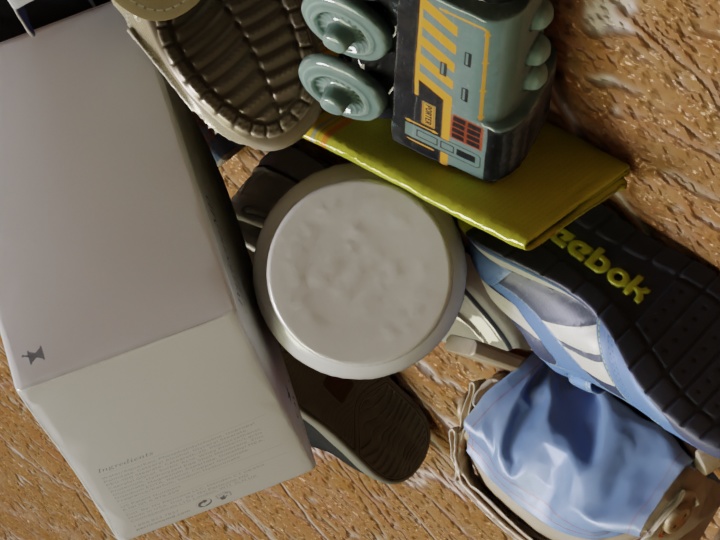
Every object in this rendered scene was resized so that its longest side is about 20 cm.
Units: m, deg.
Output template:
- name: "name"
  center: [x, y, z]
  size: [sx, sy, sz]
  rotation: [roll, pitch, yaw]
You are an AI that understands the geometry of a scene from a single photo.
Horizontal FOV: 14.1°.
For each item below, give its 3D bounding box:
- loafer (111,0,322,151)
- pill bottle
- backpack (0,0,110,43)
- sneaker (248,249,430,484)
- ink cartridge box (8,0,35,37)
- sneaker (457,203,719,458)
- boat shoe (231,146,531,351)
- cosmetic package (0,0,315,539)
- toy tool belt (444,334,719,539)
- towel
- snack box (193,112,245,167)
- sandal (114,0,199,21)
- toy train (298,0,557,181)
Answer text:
- name: "loafer"
  center: [-0.084, -0.140, 1.434]
  size: [0.200, 0.075, 0.068]
  rotation: [55, 174, 13]
- name: "pill bottle"
  center: [0.000, 0.000, 1.498]
  size: [0.109, 0.110, 0.200]
  rotation: [42, -179, 0]
- name: "backpack"
  center: [-0.227, -0.150, 1.624]
  size: [0.200, 0.150, 0.178]
  rotation: [55, 173, 27]
- name: "sneaker"
  center: [-0.049, 0.058, 1.837]
  size: [0.106, 0.075, 0.200]
  rotation: [11, 144, 51]
- name: "ink cartridge box"
  center: [-0.187, -0.234, 1.383]
  size: [0.200, 0.043, 0.197]
  rotation: [60, -168, -75]
- name: "sneaker"
  center: [0.133, 0.027, 1.451]
  size: [0.200, 0.074, 0.082]
  rotation: [43, 159, 25]
- name: "boat shoe"
  center: [0.007, 0.006, 1.644]
  size: [0.200, 0.065, 0.074]
  rotation: [31, 157, 28]
- name: "cosmetic package"
  center: [-0.122, 0.001, 1.533]
  size: [0.200, 0.122, 0.200]
  rotation: [65, -175, -61]
- name: "toy tool belt"
  center: [0.135, 0.101, 1.522]
  size: [0.199, 0.125, 0.123]
  rotation: [28, 164, 32]
- name: "towel"
  center: [0.029, -0.067, 1.427]
  size: [0.199, 0.086, 0.018]
  rotation: [28, 137, 32]
- name: "snack box"
  center: [-0.089, -0.097, 1.637]
  size: [0.072, 0.024, 0.200]
  rotation: [43, 168, -5]
- name: "sandal"
  center: [-0.125, -0.220, 1.352]
  size: [0.070, 0.077, 0.212]
  rotation: [-111, -5, -54]
- name: "toy train"
  center: [0.036, -0.119, 1.327]
  size: [0.114, 0.085, 0.200]
  rotation: [25, 155, 11]
